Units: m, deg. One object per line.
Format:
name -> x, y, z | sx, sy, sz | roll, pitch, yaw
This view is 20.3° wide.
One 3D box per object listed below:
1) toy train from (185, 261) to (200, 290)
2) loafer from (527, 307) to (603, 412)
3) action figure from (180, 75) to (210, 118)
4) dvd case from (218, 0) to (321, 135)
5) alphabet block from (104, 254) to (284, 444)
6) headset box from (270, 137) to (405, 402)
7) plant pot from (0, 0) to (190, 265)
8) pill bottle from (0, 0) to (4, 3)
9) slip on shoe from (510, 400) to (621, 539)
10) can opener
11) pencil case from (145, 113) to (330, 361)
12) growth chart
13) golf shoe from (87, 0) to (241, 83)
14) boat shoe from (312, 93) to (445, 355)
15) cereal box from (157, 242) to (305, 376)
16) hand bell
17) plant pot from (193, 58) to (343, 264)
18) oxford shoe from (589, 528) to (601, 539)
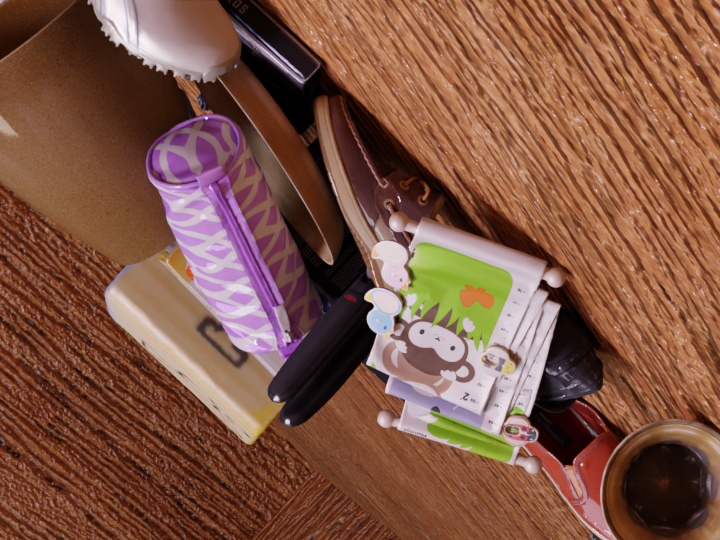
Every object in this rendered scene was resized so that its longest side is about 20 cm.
toy train -> -0.118, -0.043, 1.668 | 0.151, 0.055, 0.202 | -88, -1, -61
loafer -> 0.131, 0.076, 1.506 | 0.071, 0.068, 0.201 | 51, 167, 0
action figure -> -0.167, -0.138, 1.672 | 0.200, 0.129, 0.070 | 57, -156, -60
dvd case -> -0.109, -0.190, 1.477 | 0.200, 0.025, 0.150 | 43, 171, 5
alphabet block -> -0.111, 0.029, 1.950 | 0.200, 0.197, 0.195 | 43, 172, 0
headset box -> 0.000, 0.000, 1.654 | 0.200, 0.093, 0.174 | 43, 170, 9
plant pot -> -0.206, -0.108, 1.526 | 0.201, 0.186, 0.186 | 55, 167, -21
pill bottle -> -0.233, -0.201, 1.705 | 0.106, 0.106, 0.200 | 38, 169, 28
slip on shoe -> 0.193, 0.160, 1.633 | 0.200, 0.074, 0.061 | 45, 169, 19
can opener -> 0.003, 0.036, 1.498 | 0.078, 0.200, 0.064 | 18, 139, 48
pencil case -> -0.092, -0.021, 1.503 | 0.086, 0.083, 0.201 | -113, -2, -50
growth chart -> 0.070, 0.051, 1.409 | 0.143, 0.018, 0.201 | 12, 128, 9
golf shoe -> -0.150, -0.216, 1.355 | 0.200, 0.078, 0.097 | 45, 143, -1
boat shoe -> 0.027, -0.041, 1.443 | 0.072, 0.071, 0.202 | -96, -18, -83
cereal box -> -0.064, 0.007, 1.804 | 0.200, 0.144, 0.039 | 47, 170, -19
hand bell -> 0.215, 0.147, 1.481 | 0.104, 0.104, 0.200 | 43, -178, -3
plant pot -> -0.068, -0.094, 1.483 | 0.201, 0.027, 0.200 | 54, 173, 10
oxford shoe -> 0.217, 0.212, 1.711 | 0.073, 0.085, 0.200 | 47, 172, -33
